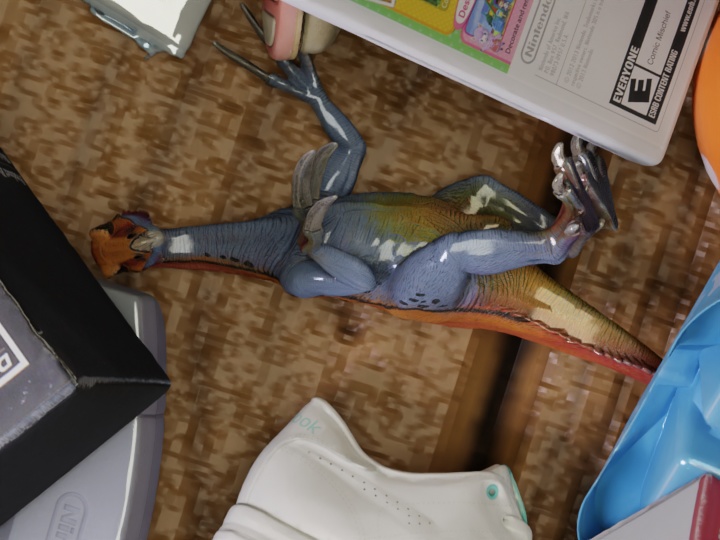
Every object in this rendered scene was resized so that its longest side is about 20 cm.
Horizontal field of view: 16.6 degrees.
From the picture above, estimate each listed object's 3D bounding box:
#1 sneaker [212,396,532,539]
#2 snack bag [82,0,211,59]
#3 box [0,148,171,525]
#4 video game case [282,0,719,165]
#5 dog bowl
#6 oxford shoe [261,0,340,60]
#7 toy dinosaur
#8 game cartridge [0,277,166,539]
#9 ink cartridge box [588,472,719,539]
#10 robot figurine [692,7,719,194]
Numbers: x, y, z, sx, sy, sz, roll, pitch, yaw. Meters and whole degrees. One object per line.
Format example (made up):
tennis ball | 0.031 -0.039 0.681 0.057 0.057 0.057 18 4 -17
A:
sneaker | 0.048 0.119 0.924 0.199 0.075 0.089 32 67 -9
snack bag | -0.104 -0.207 0.919 0.188 0.021 0.201 28 90 -6
box | -0.207 0.022 0.837 0.200 0.123 0.199 -38 80 7
video game case | 0.066 -0.160 0.853 0.181 0.022 0.201 21 87 -32
dog bowl | 0.150 0.057 0.878 0.111 0.200 0.050 21 46 -1
oxford shoe | 0.014 -0.166 0.867 0.073 0.071 0.201 13 102 -14
toy dinosaur | 0.000 0.000 0.906 0.181 0.105 0.201 -19 106 16
game cartridge | -0.145 0.092 0.901 0.133 0.040 0.201 17 91 16
ink cartridge box | 0.158 0.190 0.868 0.200 0.146 0.083 36 133 -18
robot figurine | 0.199 -0.060 0.873 0.144 0.200 0.117 49 64 -26
